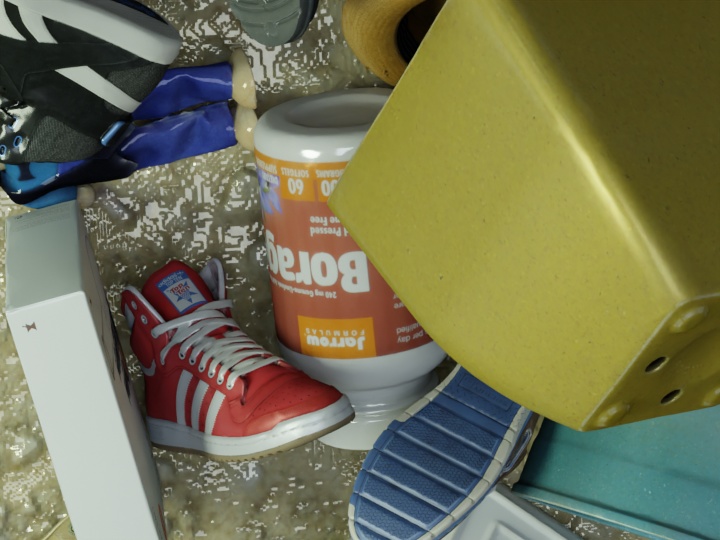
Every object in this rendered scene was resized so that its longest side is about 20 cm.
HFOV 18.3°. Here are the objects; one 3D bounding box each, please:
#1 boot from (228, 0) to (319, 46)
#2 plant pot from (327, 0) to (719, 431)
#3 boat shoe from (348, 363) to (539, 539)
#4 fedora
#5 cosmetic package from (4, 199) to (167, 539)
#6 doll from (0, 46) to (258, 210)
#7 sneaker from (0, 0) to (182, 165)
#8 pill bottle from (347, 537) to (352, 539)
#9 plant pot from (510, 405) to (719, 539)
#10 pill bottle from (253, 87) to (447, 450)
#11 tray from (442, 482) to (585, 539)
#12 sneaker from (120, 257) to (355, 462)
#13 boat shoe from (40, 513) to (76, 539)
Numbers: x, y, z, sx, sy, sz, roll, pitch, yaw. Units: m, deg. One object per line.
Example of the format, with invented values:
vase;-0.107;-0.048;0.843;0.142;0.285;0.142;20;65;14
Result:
boot;-0.002;-0.230;1.276;0.199;0.065;0.166;-24;105;-45
plant pot;0.137;-0.030;1.197;0.194;0.201;0.195;-8;146;-37
boat shoe;0.067;0.103;1.327;0.072;0.073;0.200;31;66;24
fedora;0.083;-0.162;1.311;0.199;0.201;0.082;8;68;-6
cosmetic package;-0.160;0.079;1.320;0.051;0.151;0.201;-14;113;-1
doll;-0.161;-0.084;1.332;0.198;0.049;0.137;-15;142;-9
sneaker;-0.204;-0.119;1.224;0.199;0.073;0.112;23;108;-30
pill bottle;-0.053;0.260;1.402;0.200;0.111;0.111;-40;102;4
plant pot;0.211;0.074;1.353;0.199;0.200;0.189;17;85;-8
pill bottle;0.000;0.000;1.348;0.111;0.112;0.202;-7;110;-3
tray;0.123;0.206;1.409;0.199;0.022;0.108;34;54;-5
sneaker;-0.080;0.049;1.325;0.071;0.199;0.113;-18;98;-34
boat shoe;-0.245;0.221;1.402;0.200;0.073;0.063;-28;95;-1
